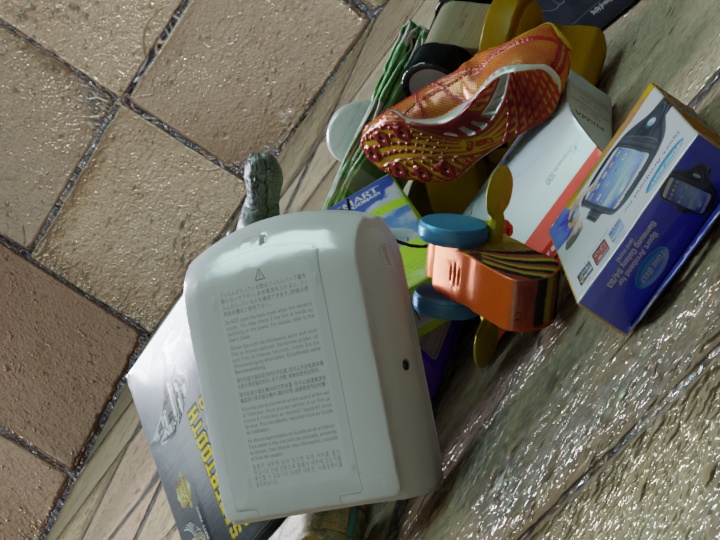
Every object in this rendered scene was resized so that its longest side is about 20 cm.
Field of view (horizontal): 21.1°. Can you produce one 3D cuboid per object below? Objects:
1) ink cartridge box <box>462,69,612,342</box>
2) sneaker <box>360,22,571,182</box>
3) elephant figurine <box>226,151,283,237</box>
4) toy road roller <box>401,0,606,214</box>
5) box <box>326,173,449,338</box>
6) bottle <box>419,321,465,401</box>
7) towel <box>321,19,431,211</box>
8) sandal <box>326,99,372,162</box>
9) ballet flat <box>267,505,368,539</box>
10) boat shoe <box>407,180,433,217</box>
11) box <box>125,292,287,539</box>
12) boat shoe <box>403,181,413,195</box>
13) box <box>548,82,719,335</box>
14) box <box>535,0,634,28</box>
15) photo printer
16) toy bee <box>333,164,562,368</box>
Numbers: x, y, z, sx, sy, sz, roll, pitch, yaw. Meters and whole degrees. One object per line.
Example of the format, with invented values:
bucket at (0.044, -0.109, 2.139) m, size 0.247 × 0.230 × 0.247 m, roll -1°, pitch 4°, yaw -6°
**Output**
ink cartridge box at (0.120, -0.042, 1.407) m, size 0.161 × 0.047 × 0.200 m, roll -54°, pitch 8°, yaw 25°
sneaker at (0.083, -0.124, 1.471) m, size 0.199 × 0.073 × 0.077 m, roll -20°, pitch 31°, yaw 38°
elephant figurine at (-0.082, 0.029, 1.626) m, size 0.142 × 0.154 × 0.200 m, roll -60°, pitch 5°, yaw -35°
toy road roller at (0.125, -0.134, 1.572) m, size 0.201 × 0.145 × 0.123 m, roll 78°, pitch -152°, yaw -44°
box at (0.000, 0.000, 1.468) m, size 0.121 × 0.048 × 0.200 m, roll -30°, pitch 28°, yaw 1°
bottle at (0.026, 0.073, 1.460) m, size 0.083 × 0.065 × 0.201 m, roll -29°, pitch 26°, yaw 43°
towel at (0.026, -0.101, 1.635) m, size 0.202 × 0.023 × 0.152 m, roll -66°, pitch -19°, yaw 1°
sandal at (0.038, -0.129, 1.731) m, size 0.059 × 0.205 × 0.080 m, roll 28°, pitch 107°, yaw 44°
ballet flat at (-0.058, 0.234, 1.400) m, size 0.200 × 0.070 × 0.071 m, roll -52°, pitch 10°, yaw 34°
boat shoe at (0.049, -0.011, 1.664) m, size 0.201 × 0.073 × 0.069 m, roll -60°, pitch -16°, yaw -28°
box at (-0.104, 0.124, 1.484) m, size 0.159 × 0.048 × 0.201 m, roll -49°, pitch 54°, yaw 45°
boat shoe at (0.028, -0.007, 1.759) m, size 0.202 × 0.060 × 0.072 m, roll -55°, pitch 6°, yaw -27°
box at (0.168, -0.039, 1.152) m, size 0.120 × 0.041 × 0.200 m, roll -56°, pitch 6°, yaw 12°
box at (0.162, -0.312, 1.629) m, size 0.125 × 0.196 × 0.200 m, roll -59°, pitch 8°, yaw -20°
photo printer at (-0.036, 0.062, 1.311) m, size 0.165 × 0.202 × 0.069 m, roll -14°, pitch -4°, yaw 34°
toy bee at (0.080, -0.015, 1.317) m, size 0.108 × 0.200 × 0.132 m, roll -9°, pitch -48°, yaw -37°
